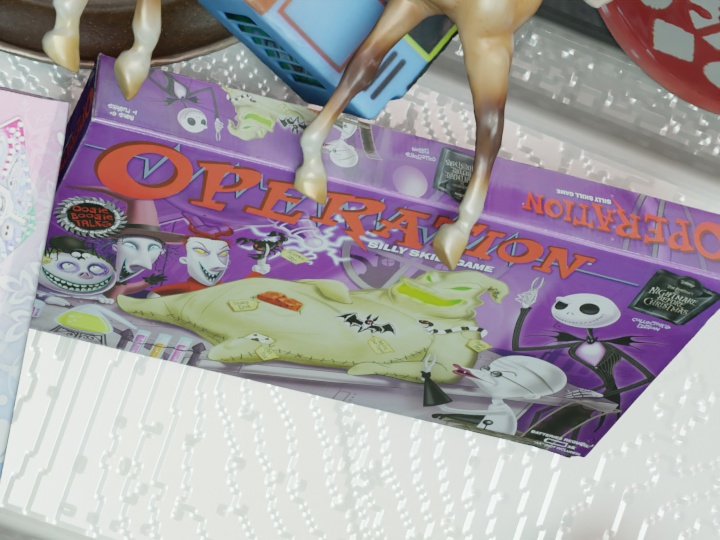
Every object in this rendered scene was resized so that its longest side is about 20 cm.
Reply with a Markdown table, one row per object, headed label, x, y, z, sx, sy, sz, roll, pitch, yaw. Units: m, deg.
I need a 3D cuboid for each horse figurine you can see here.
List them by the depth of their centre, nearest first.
| label | x | y | z | sx | sy | sz | roll | pitch | yaw |
| --- | --- | --- | --- | --- | --- | --- | --- | --- | --- |
| horse figurine | -0.009 | -0.092 | 0.785 | 0.199 | 0.050 | 0.133 | 27 | 91 | -25 |

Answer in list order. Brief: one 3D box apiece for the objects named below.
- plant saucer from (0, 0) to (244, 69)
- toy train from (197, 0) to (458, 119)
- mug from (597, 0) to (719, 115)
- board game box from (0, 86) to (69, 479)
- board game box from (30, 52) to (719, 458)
| label | x | y | z | sx | sy | sz | roll | pitch | yaw |
| --- | --- | --- | --- | --- | --- | --- | --- | --- | --- |
| plant saucer | -0.079 | -0.162 | 0.890 | 0.199 | 0.034 | 0.202 | -1 | 94 | -13 |
| toy train | 0.016 | -0.144 | 0.858 | 0.114 | 0.087 | 0.200 | 43 | 83 | -20 |
| mug | 0.164 | -0.132 | 0.867 | 0.133 | 0.200 | 0.178 | 25 | 87 | -13 |
| board game box | -0.127 | 0.048 | 0.803 | 0.043 | 0.200 | 0.200 | 10 | 91 | -12 |
| board game box | 0.000 | 0.000 | 0.878 | 0.199 | 0.120 | 0.032 | 14 | 52 | -14 |
